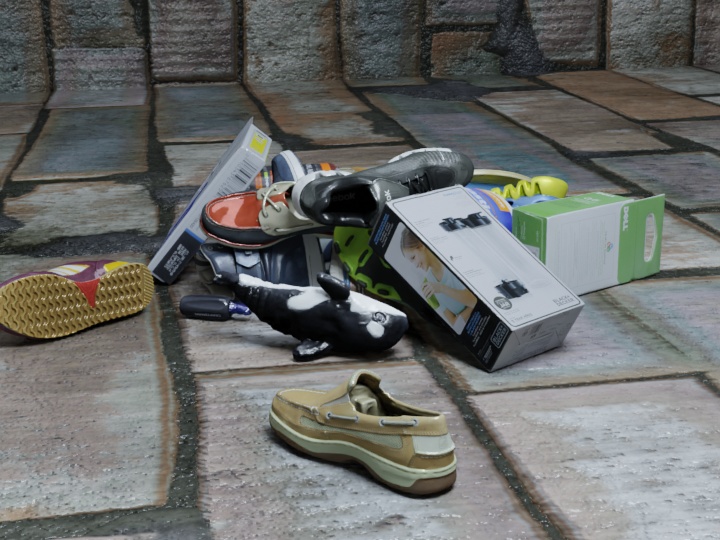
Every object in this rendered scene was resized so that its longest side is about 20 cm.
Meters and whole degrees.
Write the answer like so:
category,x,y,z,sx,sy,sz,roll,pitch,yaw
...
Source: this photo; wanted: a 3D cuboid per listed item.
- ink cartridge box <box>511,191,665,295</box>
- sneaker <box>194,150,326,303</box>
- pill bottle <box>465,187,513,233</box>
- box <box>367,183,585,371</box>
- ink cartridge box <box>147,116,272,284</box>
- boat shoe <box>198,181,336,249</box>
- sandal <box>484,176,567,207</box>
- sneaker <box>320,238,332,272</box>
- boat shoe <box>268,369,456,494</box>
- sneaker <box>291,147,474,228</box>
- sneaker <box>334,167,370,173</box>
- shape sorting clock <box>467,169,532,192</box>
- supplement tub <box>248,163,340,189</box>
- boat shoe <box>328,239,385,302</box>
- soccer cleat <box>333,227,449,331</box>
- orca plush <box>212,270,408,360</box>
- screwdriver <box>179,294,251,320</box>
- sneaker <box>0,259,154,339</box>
category,x,y,z,sx,sy,sz,roll,pitch,yaw
ink cartridge box,0.268,-0.033,1.511,0.200,0.104,0.059,-12,20,-35
sneaker,-0.126,-0.051,1.503,0.146,0.077,0.202,-7,59,-8
pill bottle,0.119,-0.044,1.512,0.112,0.112,0.200,10,5,34
box,0.116,0.003,1.306,0.117,0.060,0.200,-17,53,-41
ink cartridge box,-0.185,-0.091,1.624,0.047,0.198,0.200,36,14,-8
boat shoe,-0.080,-0.068,1.436,0.200,0.071,0.063,-1,-27,-8
sandal,0.175,-0.060,1.668,0.200,0.087,0.079,-13,-20,29
sneaker,-0.103,-0.032,1.573,0.200,0.082,0.070,-12,20,-32
boat shoe,0.001,0.116,1.047,0.200,0.076,0.072,13,21,41
sneaker,0.031,-0.081,1.360,0.200,0.067,0.091,-11,21,-9
sneaker,0.010,-0.064,1.634,0.076,0.088,0.200,-5,30,-17
shape sorting clock,0.147,-0.102,1.746,0.200,0.039,0.200,-5,-14,-1
supplement tub,-0.086,-0.092,1.741,0.200,0.107,0.107,-4,16,-11
boat shoe,0.000,0.000,1.495,0.072,0.072,0.200,4,26,-1
soccer cleat,0.055,0.005,1.391,0.200,0.065,0.084,34,20,25
orca plush,-0.057,0.052,1.288,0.200,0.105,0.071,22,57,-1
screwdriver,-0.105,0.047,1.404,0.200,0.029,0.028,7,17,16
sneaker,-0.329,0.030,1.406,0.200,0.075,0.090,-8,8,-44
